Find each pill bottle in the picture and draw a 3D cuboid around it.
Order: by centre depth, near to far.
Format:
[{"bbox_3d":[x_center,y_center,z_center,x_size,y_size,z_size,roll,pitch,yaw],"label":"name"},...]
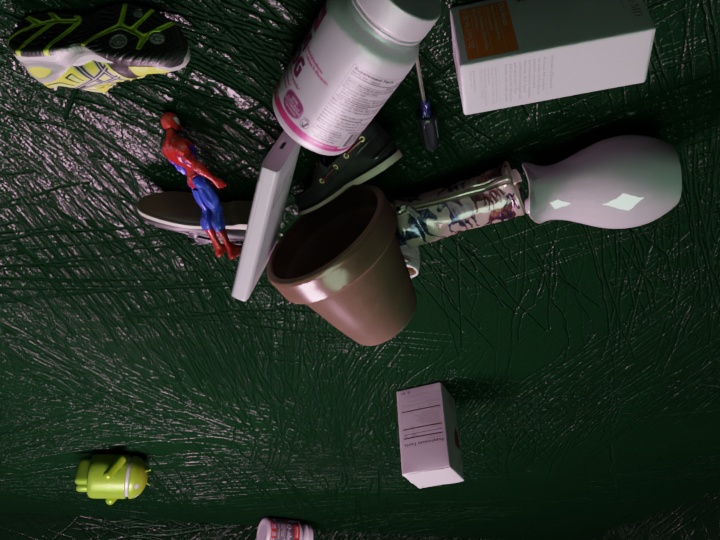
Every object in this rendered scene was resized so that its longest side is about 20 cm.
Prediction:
[{"bbox_3d":[-0.007,-0.230,0.710,0.111,0.115,0.200,17,141,-27],"label":"pill bottle"},{"bbox_3d":[-0.286,1.009,2.498,0.196,0.118,0.116,17,142,-27],"label":"pill bottle"}]

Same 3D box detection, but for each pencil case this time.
[{"bbox_3d":[0.141,-0.094,0.951,0.196,0.080,0.089,-16,166,20],"label":"pencil case"}]

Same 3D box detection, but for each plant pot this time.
[{"bbox_3d":[-0.009,0.008,0.935,0.197,0.202,0.176,-21,122,25],"label":"plant pot"}]

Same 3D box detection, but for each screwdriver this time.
[{"bbox_3d":[0.079,-0.223,0.807,0.029,0.028,0.202,-32,146,-12],"label":"screwdriver"}]

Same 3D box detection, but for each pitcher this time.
[{"bbox_3d":[0.328,-0.114,0.921,0.195,0.124,0.171,-7,176,11],"label":"pitcher"}]

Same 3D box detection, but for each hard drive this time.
[{"bbox_3d":[-0.121,-0.077,0.865,0.026,0.133,0.203,20,126,-2],"label":"hard drive"}]

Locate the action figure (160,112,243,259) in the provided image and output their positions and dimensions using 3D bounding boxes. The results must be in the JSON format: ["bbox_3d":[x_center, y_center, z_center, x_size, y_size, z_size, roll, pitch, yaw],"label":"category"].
[{"bbox_3d":[-0.211,-0.114,0.873,0.065,0.051,0.203,15,137,52],"label":"action figure"}]

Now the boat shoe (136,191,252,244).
[{"bbox_3d":[-0.227,-0.067,0.969,0.195,0.075,0.067,0,136,-21],"label":"boat shoe"}]

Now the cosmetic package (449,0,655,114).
[{"bbox_3d":[0.201,-0.246,0.714,0.195,0.103,0.072,-9,145,8],"label":"cosmetic package"}]

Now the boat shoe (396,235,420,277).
[{"bbox_3d":[0.001,0.003,1.075,0.197,0.088,0.075,-5,146,2],"label":"boat shoe"}]

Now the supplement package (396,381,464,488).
[{"bbox_3d":[0.164,0.389,1.549,0.117,0.204,0.122,-15,145,18],"label":"supplement package"}]

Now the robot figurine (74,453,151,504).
[{"bbox_3d":[-0.686,0.574,1.833,0.195,0.117,0.178,6,133,-13],"label":"robot figurine"}]

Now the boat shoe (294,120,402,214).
[{"bbox_3d":[-0.029,-0.137,0.897,0.200,0.074,0.064,-27,105,46],"label":"boat shoe"}]

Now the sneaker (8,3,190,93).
[{"bbox_3d":[-0.279,-0.240,0.727,0.195,0.077,0.077,5,154,8],"label":"sneaker"}]
